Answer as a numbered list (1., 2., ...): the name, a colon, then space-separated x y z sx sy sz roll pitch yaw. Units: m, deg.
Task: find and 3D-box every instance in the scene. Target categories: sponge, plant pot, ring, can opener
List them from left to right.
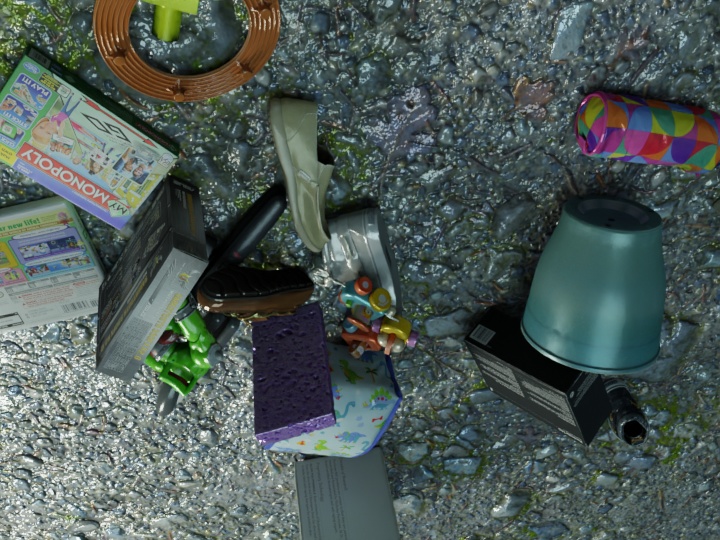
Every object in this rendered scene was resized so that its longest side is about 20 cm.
1. ring: -0.178 -0.250 0.778 0.195 0.020 0.202 -15 150 -9
2. can opener: -0.246 0.141 1.102 0.052 0.068 0.201 25 121 -29
3. can opener: -0.165 -0.033 0.974 0.199 0.064 0.078 -39 128 21
4. sponge: -0.098 0.141 1.042 0.108 0.203 0.030 -15 134 4
5. plant pot: 0.334 0.007 1.027 0.194 0.201 0.193 -2 117 -9

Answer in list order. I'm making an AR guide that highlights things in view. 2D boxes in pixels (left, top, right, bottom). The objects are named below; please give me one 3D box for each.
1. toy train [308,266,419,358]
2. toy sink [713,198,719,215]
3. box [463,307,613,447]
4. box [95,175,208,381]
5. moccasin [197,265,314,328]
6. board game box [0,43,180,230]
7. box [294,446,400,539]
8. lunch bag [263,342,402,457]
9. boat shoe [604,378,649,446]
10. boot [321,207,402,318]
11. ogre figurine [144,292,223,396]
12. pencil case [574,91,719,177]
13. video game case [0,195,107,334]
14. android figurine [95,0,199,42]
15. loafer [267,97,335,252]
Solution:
1. toy train: -0.002 0.077 1.043 0.147 0.057 0.201 8 151 30
2. toy sink: 0.633 -0.096 1.042 0.129 0.114 0.200 29 119 -31
3. box: 0.268 0.158 1.124 0.079 0.198 0.143 -44 131 -17
4. box: -0.261 0.008 0.914 0.048 0.160 0.201 23 116 -32
5. moccasin: -0.142 0.037 0.982 0.079 0.073 0.200 -59 160 18
6. board game box: -0.331 -0.148 0.870 0.198 0.029 0.134 33 116 -32
7. box: -0.021 0.469 1.330 0.166 0.203 0.203 -9 130 -5
8. lunch bag: -0.050 0.216 1.162 0.165 0.129 0.203 11 123 -20
9. boat shoe: 0.493 0.290 1.351 0.070 0.092 0.201 -29 129 15
10. boot: 0.000 0.000 1.041 0.093 0.075 0.203 -7 129 13
11. ogre figurine: -0.255 0.102 1.015 0.120 0.098 0.199 47 118 -4
12. pencil case: 0.373 -0.172 0.950 0.194 0.090 0.090 8 128 -15
13. video game case: -0.443 -0.002 0.976 0.194 0.022 0.185 -12 131 0
14. android figurine: -0.210 -0.333 0.732 0.177 0.042 0.203 10 129 -18
15. loafer: -0.061 -0.115 0.908 0.066 0.076 0.204 -13 122 2
